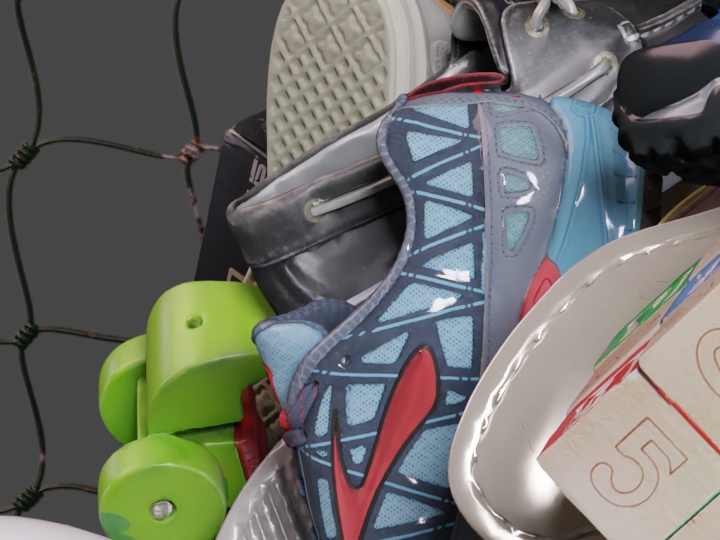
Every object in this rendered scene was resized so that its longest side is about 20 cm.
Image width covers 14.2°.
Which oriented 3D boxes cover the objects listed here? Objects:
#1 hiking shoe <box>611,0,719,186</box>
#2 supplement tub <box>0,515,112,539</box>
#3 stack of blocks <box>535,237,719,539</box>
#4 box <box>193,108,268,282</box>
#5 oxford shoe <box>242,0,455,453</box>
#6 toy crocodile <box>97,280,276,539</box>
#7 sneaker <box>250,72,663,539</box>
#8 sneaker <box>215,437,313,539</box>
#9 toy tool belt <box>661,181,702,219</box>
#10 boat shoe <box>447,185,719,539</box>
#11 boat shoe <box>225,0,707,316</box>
[{"bbox_3d":[0.145,-0.085,0.662,0.200,0.087,0.074,-24,-19,15],"label":"hiking shoe"},{"bbox_3d":[-0.090,0.137,0.647,0.145,0.145,0.200,-44,-2,-17],"label":"supplement tub"},{"bbox_3d":[0.133,-0.022,0.566,0.200,0.059,0.115,-45,-1,22],"label":"stack of blocks"},{"bbox_3d":[0.019,-0.008,1.074,0.200,0.044,0.160,-27,-38,-42],"label":"box"},{"bbox_3d":[0.000,0.000,0.901,0.058,0.075,0.200,-13,-63,-51],"label":"oxford shoe"},{"bbox_3d":[-0.049,0.086,0.898,0.068,0.062,0.200,-97,7,-55],"label":"toy crocodile"},{"bbox_3d":[0.013,0.043,0.781,0.079,0.095,0.200,-15,-57,-85],"label":"sneaker"},{"bbox_3d":[-0.019,0.108,0.857,0.200,0.074,0.082,-54,-3,-5],"label":"sneaker"},{"bbox_3d":[0.129,-0.026,0.982,0.125,0.123,0.200,-28,19,27],"label":"toy tool belt"},{"bbox_3d":[0.100,0.009,0.717,0.200,0.072,0.060,-40,-9,-18],"label":"boat shoe"},{"bbox_3d":[0.052,-0.049,0.825,0.200,0.071,0.072,-38,17,-10],"label":"boat shoe"}]
